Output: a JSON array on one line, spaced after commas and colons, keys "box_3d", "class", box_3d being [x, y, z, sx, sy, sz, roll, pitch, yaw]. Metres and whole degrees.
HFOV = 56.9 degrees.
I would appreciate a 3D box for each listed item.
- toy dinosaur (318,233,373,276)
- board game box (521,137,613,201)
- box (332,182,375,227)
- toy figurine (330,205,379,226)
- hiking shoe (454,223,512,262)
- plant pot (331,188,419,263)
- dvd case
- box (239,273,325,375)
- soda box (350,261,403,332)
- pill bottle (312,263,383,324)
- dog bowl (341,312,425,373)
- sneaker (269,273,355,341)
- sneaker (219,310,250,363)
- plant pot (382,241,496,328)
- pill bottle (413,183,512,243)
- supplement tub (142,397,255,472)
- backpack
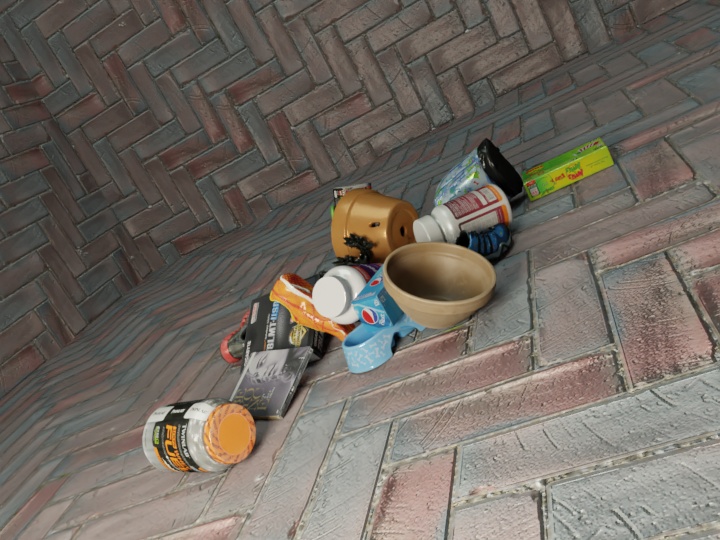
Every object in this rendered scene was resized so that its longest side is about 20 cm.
[{"box_3d": [0.000, 0.000, 1.475, 0.198, 0.137, 0.103, -15, 39, 6], "class": "toy dinosaur"}, {"box_3d": [0.482, -0.238, 1.561, 0.198, 0.048, 0.102, -24, 16, 19], "class": "board game box"}, {"box_3d": [-0.010, -0.106, 1.610, 0.034, 0.203, 0.110, 3, 14, 40], "class": "box"}, {"box_3d": [0.038, -0.100, 1.717, 0.182, 0.202, 0.151, -14, 33, 9], "class": "toy figurine"}, {"box_3d": [0.241, -0.053, 1.345, 0.074, 0.087, 0.200, -11, 24, 48], "class": "hiking shoe"}, {"box_3d": [0.047, -0.092, 1.544, 0.139, 0.202, 0.200, 2, 32, 40], "class": "plant pot"}, {"box_3d": [-0.186, 0.220, 1.299, 0.199, 0.016, 0.150, -14, 44, 46], "class": "dvd case"}, {"box_3d": [-0.163, 0.124, 1.444, 0.197, 0.050, 0.202, -20, 45, 26], "class": "box"}, {"box_3d": [0.062, 0.031, 1.255, 0.064, 0.068, 0.200, -18, 20, 37], "class": "soda box"}, {"box_3d": [-0.007, 0.045, 1.314, 0.112, 0.114, 0.199, -20, -8, 30], "class": "pill bottle"}, {"box_3d": [0.048, 0.112, 1.249, 0.199, 0.050, 0.111, -36, 17, -24], "class": "dog bowl"}, {"box_3d": [-0.092, 0.086, 1.348, 0.077, 0.199, 0.073, -52, 0, 26], "class": "sneaker"}, {"box_3d": [-0.263, 0.150, 1.645, 0.097, 0.071, 0.201, -19, 21, 33], "class": "sneaker"}, {"box_3d": [0.137, 0.037, 1.177, 0.198, 0.094, 0.202, 1, 32, -1], "class": "plant pot"}, {"box_3d": [0.221, -0.104, 1.448, 0.198, 0.111, 0.109, -23, 14, -12], "class": "pill bottle"}, {"box_3d": [-0.280, 0.287, 1.156, 0.199, 0.123, 0.123, -17, 20, 41], "class": "supplement tub"}, {"box_3d": [0.268, -0.191, 1.613, 0.199, 0.163, 0.155, -25, 29, 40], "class": "backpack"}]
